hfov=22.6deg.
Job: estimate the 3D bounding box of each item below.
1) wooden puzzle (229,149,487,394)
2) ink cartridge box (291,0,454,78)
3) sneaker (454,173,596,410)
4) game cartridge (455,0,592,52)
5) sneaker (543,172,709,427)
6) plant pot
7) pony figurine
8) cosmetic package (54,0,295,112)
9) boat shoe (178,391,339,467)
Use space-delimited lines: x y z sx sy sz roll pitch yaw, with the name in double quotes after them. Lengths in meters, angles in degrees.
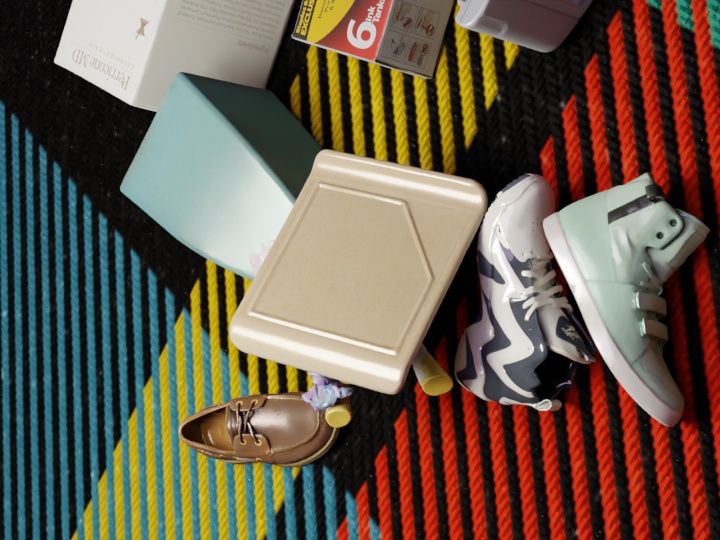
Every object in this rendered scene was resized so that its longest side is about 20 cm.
0.000 0.000 1.569 0.184 0.037 0.201 14 70 32 "wooden puzzle"
0.014 -0.305 1.745 0.175 0.084 0.201 22 99 47 "ink cartridge box"
0.158 0.027 1.530 0.129 0.079 0.201 24 99 45 "sneaker"
0.171 -0.285 1.538 0.042 0.133 0.201 44 114 42 "game cartridge"
0.239 0.018 1.452 0.118 0.074 0.201 -30 74 15 "sneaker"
-0.108 -0.078 1.794 0.200 0.141 0.142 42 113 34 "plant pot"
0.003 0.045 1.636 0.192 0.167 0.201 -20 36 21 "pony figurine"
-0.188 -0.274 1.892 0.167 0.166 0.201 30 105 45 "cosmetic package"
-0.102 0.158 1.784 0.199 0.067 0.073 -12 73 44 "boat shoe"
